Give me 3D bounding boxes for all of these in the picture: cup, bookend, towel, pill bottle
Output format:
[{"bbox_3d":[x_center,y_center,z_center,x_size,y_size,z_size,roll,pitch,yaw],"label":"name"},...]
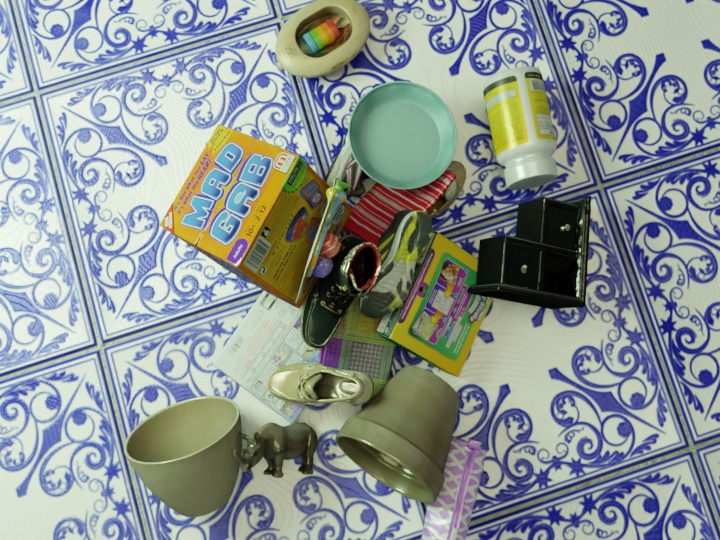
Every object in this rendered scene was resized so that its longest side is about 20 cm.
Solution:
[{"bbox_3d":[-0.284,0.329,1.320,0.197,0.201,0.146,-14,109,-2],"label":"cup"},{"bbox_3d":[0.301,-0.046,1.373,0.196,0.092,0.204,11,80,-27],"label":"bookend"},{"bbox_3d":[0.064,-0.128,1.416,0.200,0.023,0.144,-47,48,-5],"label":"towel"},{"bbox_3d":[-0.003,0.131,1.383,0.141,0.023,0.204,9,91,-17],"label":"towel"},{"bbox_3d":[0.297,-0.260,1.432,0.112,0.114,0.204,-9,82,-2],"label":"pill bottle"}]

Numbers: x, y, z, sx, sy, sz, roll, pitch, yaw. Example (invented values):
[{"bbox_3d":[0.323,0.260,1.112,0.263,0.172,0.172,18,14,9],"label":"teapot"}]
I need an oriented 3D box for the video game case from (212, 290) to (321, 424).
[{"bbox_3d":[-0.137,0.141,1.404,0.180,0.045,0.201,35,83,3],"label":"video game case"}]

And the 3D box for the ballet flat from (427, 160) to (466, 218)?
[{"bbox_3d":[0.130,-0.128,1.435,0.068,0.067,0.201,41,83,1],"label":"ballet flat"}]

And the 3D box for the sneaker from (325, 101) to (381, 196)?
[{"bbox_3d":[0.007,-0.229,1.455,0.085,0.080,0.203,25,90,-8],"label":"sneaker"}]

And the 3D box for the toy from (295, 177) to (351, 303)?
[{"bbox_3d":[-0.054,-0.047,1.250,0.046,0.115,0.204,15,97,-1],"label":"toy"}]

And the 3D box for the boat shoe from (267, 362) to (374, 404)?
[{"bbox_3d":[-0.077,0.193,1.317,0.197,0.065,0.074,2,81,23],"label":"boat shoe"}]

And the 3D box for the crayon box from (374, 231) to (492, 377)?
[{"bbox_3d":[0.141,0.059,1.374,0.171,0.058,0.203,31,81,-30],"label":"crayon box"}]

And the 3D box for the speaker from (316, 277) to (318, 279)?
[{"bbox_3d":[0.000,0.000,1.409,0.196,0.081,0.083,-3,82,-1],"label":"speaker"}]

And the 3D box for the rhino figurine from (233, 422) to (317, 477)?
[{"bbox_3d":[-0.144,0.303,1.317,0.059,0.198,0.089,-4,80,38],"label":"rhino figurine"}]

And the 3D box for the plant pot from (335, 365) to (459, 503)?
[{"bbox_3d":[0.081,0.267,1.330,0.198,0.200,0.175,31,67,4],"label":"plant pot"}]

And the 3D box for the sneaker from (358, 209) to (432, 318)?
[{"bbox_3d":[0.056,-0.013,1.324,0.074,0.085,0.202,28,96,-21],"label":"sneaker"}]

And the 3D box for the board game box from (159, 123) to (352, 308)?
[{"bbox_3d":[-0.173,-0.090,1.326,0.198,0.200,0.202,24,81,33],"label":"board game box"}]

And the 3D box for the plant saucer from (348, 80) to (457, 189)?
[{"bbox_3d":[0.074,-0.239,1.397,0.196,0.036,0.204,1,78,-5],"label":"plant saucer"}]

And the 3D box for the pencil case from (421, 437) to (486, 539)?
[{"bbox_3d":[0.163,0.393,1.352,0.082,0.086,0.204,13,81,0],"label":"pencil case"}]

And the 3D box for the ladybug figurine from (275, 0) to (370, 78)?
[{"bbox_3d":[-0.073,-0.435,1.475,0.198,0.072,0.137,-29,83,-5],"label":"ladybug figurine"}]

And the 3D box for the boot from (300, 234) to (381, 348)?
[{"bbox_3d":[-0.035,0.038,1.277,0.073,0.154,0.207,24,88,-14],"label":"boot"}]
